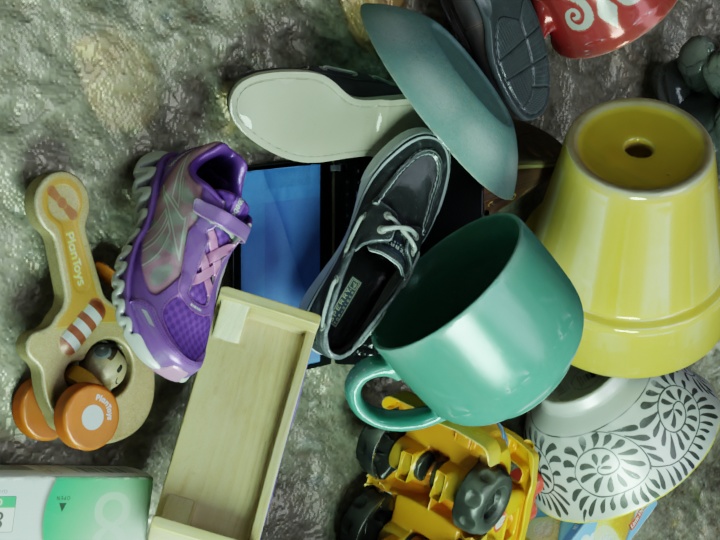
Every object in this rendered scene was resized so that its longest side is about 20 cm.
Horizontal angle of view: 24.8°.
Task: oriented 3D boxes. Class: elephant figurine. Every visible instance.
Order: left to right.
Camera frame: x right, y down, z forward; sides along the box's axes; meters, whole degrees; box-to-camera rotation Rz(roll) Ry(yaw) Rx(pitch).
[{"bbox_3d":[0.397,-0.167,1.668,0.199,0.155,0.142,-4,60,-47],"label":"elephant figurine"}]

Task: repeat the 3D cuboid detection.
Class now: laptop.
[{"bbox_3d":[0.000,0.000,1.340,0.103,0.197,0.179,-60,151,-79],"label":"laptop"}]

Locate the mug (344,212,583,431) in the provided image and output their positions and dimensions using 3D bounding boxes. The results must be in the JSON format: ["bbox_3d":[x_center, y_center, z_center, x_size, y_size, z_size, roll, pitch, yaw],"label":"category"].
[{"bbox_3d":[0.090,0.054,1.307,0.115,0.184,0.153,47,40,-19],"label":"mug"}]

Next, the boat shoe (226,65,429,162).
[{"bbox_3d":[-0.028,-0.131,1.329,0.198,0.063,0.073,3,113,-34],"label":"boat shoe"}]

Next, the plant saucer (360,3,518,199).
[{"bbox_3d":[0.077,-0.149,1.341,0.039,0.202,0.201,-38,131,15],"label":"plant saucer"}]

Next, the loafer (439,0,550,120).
[{"bbox_3d":[0.105,-0.223,1.415,0.072,0.063,0.202,-35,111,-35],"label":"loafer"}]

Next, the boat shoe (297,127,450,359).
[{"bbox_3d":[0.018,-0.021,1.301,0.071,0.068,0.201,34,86,-22],"label":"boat shoe"}]

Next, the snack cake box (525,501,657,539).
[{"bbox_3d":[0.173,0.254,1.538,0.200,0.114,0.068,-47,125,-28],"label":"snack cake box"}]

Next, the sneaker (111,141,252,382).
[{"bbox_3d":[-0.120,-0.017,1.183,0.080,0.088,0.202,41,38,-42],"label":"sneaker"}]

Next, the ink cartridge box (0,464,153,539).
[{"bbox_3d":[-0.239,0.244,1.197,0.160,0.050,0.202,6,90,-43],"label":"ink cartridge box"}]

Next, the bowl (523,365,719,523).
[{"bbox_3d":[0.222,0.126,1.512,0.201,0.200,0.095,-47,118,-27],"label":"bowl"}]

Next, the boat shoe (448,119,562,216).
[{"bbox_3d":[0.112,-0.088,1.467,0.199,0.072,0.068,-17,141,-48],"label":"boat shoe"}]

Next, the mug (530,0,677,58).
[{"bbox_3d":[0.174,-0.293,1.444,0.178,0.133,0.201,-51,124,-27],"label":"mug"}]

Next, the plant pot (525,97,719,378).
[{"bbox_3d":[0.240,-0.041,1.456,0.200,0.200,0.190,-39,145,-32],"label":"plant pot"}]

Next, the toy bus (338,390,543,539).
[{"bbox_3d":[0.094,0.192,1.425,0.191,0.135,0.202,-19,127,-46],"label":"toy bus"}]

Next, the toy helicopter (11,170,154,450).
[{"bbox_3d":[-0.193,0.025,1.188,0.131,0.078,0.202,-20,104,-38],"label":"toy helicopter"}]

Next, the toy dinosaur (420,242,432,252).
[{"bbox_3d":[0.082,0.050,1.444,0.181,0.105,0.201,30,86,-23],"label":"toy dinosaur"}]

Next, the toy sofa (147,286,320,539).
[{"bbox_3d":[-0.096,0.124,1.234,0.082,0.098,0.202,16,66,-3],"label":"toy sofa"}]
